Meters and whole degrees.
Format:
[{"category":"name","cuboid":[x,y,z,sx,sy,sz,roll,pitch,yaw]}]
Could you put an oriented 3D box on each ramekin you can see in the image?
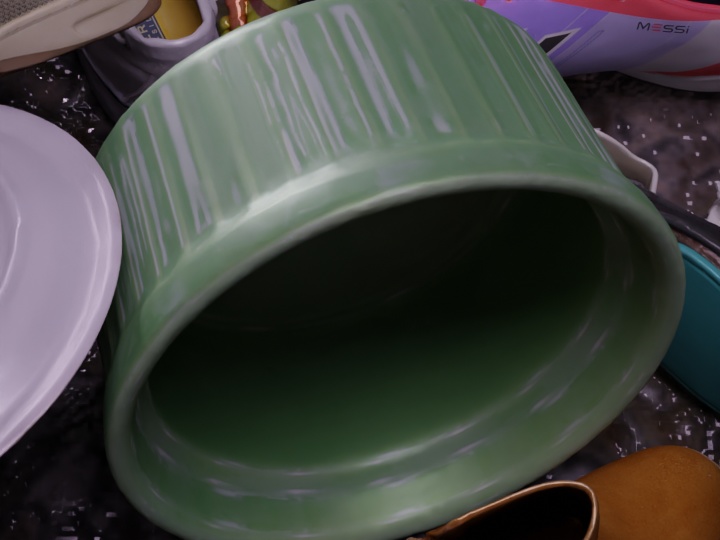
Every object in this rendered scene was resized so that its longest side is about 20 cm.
[{"category":"ramekin","cuboid":[0.000,0.000,0.803,0.199,0.201,0.098,-12,54,-13]}]

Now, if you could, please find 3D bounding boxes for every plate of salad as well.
[{"category":"plate of salad","cuboid":[-0.167,0.021,0.759,0.199,0.048,0.201,-10,45,10]}]

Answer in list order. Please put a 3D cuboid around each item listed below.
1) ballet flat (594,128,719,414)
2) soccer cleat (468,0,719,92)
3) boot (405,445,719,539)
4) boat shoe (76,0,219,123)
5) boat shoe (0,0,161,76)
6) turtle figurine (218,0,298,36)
[{"category":"ballet flat","cuboid":[0.109,-0.012,0.896,0.199,0.068,0.068,34,53,13]},{"category":"soccer cleat","cuboid":[0.079,-0.107,0.942,0.198,0.073,0.069,-2,61,-7]},{"category":"boot","cuboid":[0.066,0.100,0.777,0.201,0.144,0.071,-37,70,-25]},{"category":"boat shoe","cuboid":[-0.113,-0.151,0.939,0.074,0.086,0.203,-20,64,-18]},{"category":"boat shoe","cuboid":[-0.160,-0.087,0.799,0.199,0.065,0.072,-26,22,-28]},{"category":"turtle figurine","cuboid":[-0.011,-0.173,0.929,0.064,0.201,0.162,6,36,-22]}]
